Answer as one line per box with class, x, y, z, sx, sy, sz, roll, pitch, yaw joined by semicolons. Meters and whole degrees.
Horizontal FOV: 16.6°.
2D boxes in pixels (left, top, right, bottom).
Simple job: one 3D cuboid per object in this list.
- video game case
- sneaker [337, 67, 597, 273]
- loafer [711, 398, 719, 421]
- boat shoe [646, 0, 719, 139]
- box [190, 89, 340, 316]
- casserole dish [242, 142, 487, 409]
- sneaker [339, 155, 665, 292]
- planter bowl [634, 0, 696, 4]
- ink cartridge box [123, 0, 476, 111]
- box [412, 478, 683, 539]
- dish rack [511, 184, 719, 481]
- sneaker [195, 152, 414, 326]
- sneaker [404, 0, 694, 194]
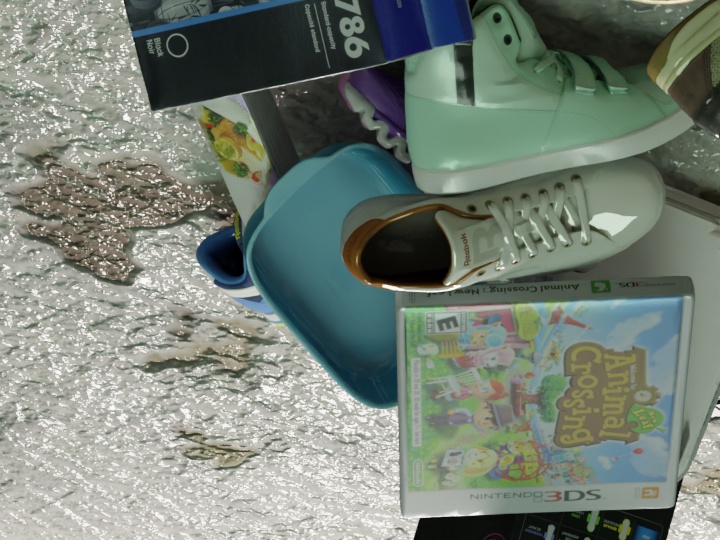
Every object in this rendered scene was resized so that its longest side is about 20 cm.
video game case;0.114;0.083;1.558;0.182;0.022;0.200;-2;134;0
sneaker;0.082;-0.084;1.542;0.200;0.080;0.089;31;100;-7
loafer;0.258;0.072;1.771;0.068;0.070;0.200;37;145;-16
boat shoe;0.245;-0.141;1.279;0.200;0.065;0.073;-36;168;3
box;-0.060;-0.058;1.565;0.039;0.041;0.200;-8;125;23
casserole dish;0.000;0.000;1.567;0.200;0.121;0.039;50;172;-35
sneaker;0.087;-0.020;1.474;0.200;0.085;0.073;-12;105;4
planter bowl;0.156;-0.199;1.279;0.200;0.084;0.201;13;142;10
ink cartridge box;-0.040;-0.158;1.414;0.200;0.100;0.039;-11;-172;23
box;0.139;0.133;1.727;0.124;0.200;0.148;20;172;-23
dish rack;0.177;0.041;1.621;0.171;0.200;0.044;20;-177;-19
sneaker;-0.036;-0.026;1.655;0.082;0.074;0.200;27;141;-25
sneaker;0.119;-0.125;1.461;0.200;0.074;0.118;-16;112;-15
